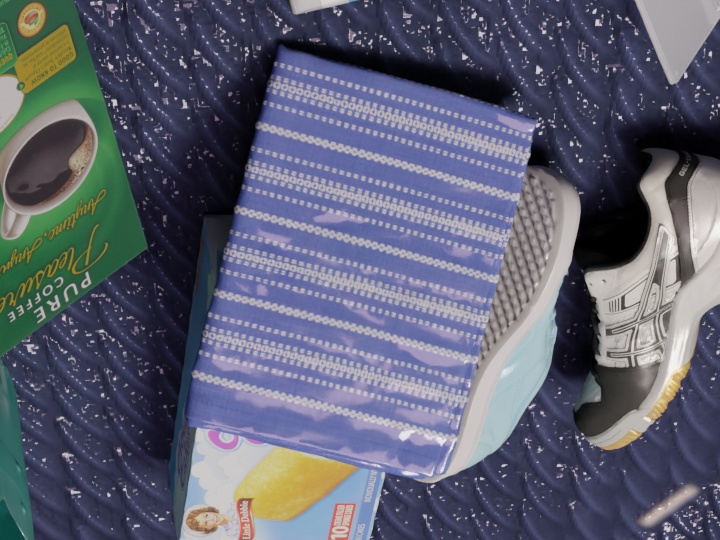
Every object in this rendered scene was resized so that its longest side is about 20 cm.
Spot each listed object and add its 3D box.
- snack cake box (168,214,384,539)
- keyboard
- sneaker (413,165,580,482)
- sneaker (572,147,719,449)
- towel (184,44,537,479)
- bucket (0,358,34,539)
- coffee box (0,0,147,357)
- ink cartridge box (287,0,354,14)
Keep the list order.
[{"bbox_3d":[-0.040,0.065,1.148,0.114,0.067,0.201,0,133,-12],"label":"snack cake box"},{"bbox_3d":[0.136,-0.165,0.960,0.056,0.011,0.200,-51,143,-12],"label":"keyboard"},{"bbox_3d":[0.078,0.024,1.146,0.082,0.074,0.201,-16,139,-49],"label":"sneaker"},{"bbox_3d":[0.151,0.011,1.144,0.087,0.076,0.201,20,125,-7],"label":"sneaker"},{"bbox_3d":[0.000,0.000,1.053,0.144,0.024,0.201,14,97,-12],"label":"towel"},{"bbox_3d":[-0.272,0.123,1.111,0.206,0.135,0.208,-6,133,-6],"label":"bucket"},{"bbox_3d":[-0.178,-0.056,0.983,0.123,0.044,0.201,-40,141,-25],"label":"coffee box"},{"bbox_3d":[0.051,-0.194,0.925,0.199,0.060,0.104,-13,133,1],"label":"ink cartridge box"}]
